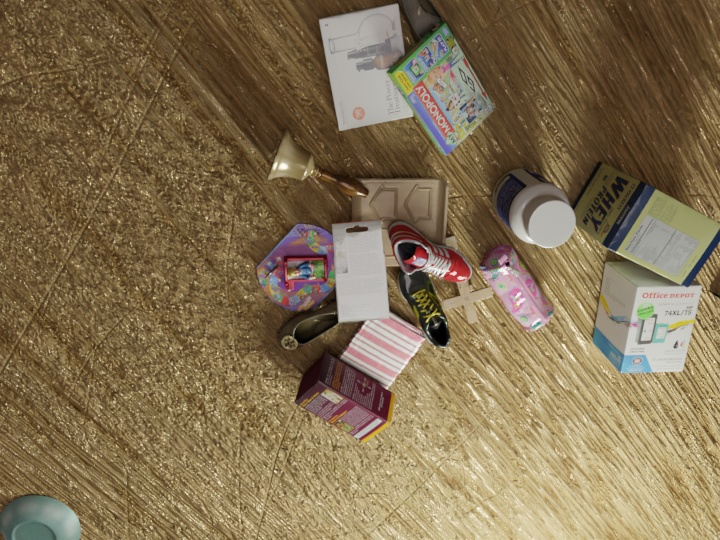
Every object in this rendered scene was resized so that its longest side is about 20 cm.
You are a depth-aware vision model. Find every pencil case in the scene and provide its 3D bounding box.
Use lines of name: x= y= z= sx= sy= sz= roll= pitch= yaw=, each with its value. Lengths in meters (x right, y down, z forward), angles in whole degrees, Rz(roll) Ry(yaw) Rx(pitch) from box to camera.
pencil case: x=0.339 y=0.038 z=1.285 sx=0.087 sy=0.088 sz=0.201 roll=-35 pitch=110 yaw=10

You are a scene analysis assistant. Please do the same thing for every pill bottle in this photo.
pill bottle: x=0.339 y=-0.121 z=1.160 sx=0.117 sy=0.201 sz=0.122 roll=-1 pitch=112 yaw=-3

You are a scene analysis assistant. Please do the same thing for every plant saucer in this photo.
plant saucer: x=-0.804 y=0.653 z=1.474 sx=0.197 sy=0.039 sz=0.205 roll=-2 pitch=112 yaw=-4

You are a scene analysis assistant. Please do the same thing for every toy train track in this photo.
toy train track: x=0.221 y=0.018 z=1.301 sx=0.113 sy=0.033 sz=0.203 roll=-16 pitch=106 yaw=10

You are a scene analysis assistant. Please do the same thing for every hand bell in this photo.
hand bell: x=-0.074 y=-0.188 z=1.158 sx=0.197 sy=0.104 sz=0.105 roll=22 pitch=109 yaw=-12

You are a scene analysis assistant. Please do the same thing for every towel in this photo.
towel: x=0.040 y=0.186 z=1.356 sx=0.145 sy=0.030 sz=0.201 roll=31 pitch=109 yaw=-14

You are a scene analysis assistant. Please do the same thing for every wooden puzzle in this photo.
wooden puzzle: x=0.079 y=-0.102 z=1.237 sx=0.196 sy=0.046 sz=0.189 roll=1 pitch=111 yaw=1

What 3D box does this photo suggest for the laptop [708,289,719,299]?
laptop: x=0.910 y=0.076 z=1.288 sx=0.197 sy=0.178 sz=0.104 roll=-25 pitch=112 yaw=7

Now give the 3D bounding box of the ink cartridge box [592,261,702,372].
ink cartridge box: x=0.618 y=0.097 z=1.293 sx=0.144 sy=0.146 sz=0.204 roll=-1 pitch=111 yaw=-4

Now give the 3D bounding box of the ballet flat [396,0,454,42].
ballet flat: x=0.112 y=-0.475 z=1.088 sx=0.067 sy=0.046 sz=0.201 roll=-32 pitch=110 yaw=10

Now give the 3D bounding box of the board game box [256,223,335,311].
board game box: x=-0.122 y=0.006 z=1.264 sx=0.158 sy=0.039 sz=0.200 roll=42 pitch=104 yaw=-17

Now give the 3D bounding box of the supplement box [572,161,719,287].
supplement box: x=0.562 y=-0.097 z=1.184 sx=0.197 sy=0.201 sz=0.136 roll=23 pitch=108 yaw=-13

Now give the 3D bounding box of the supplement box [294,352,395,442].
supplement box: x=-0.034 y=0.290 z=1.341 sx=0.198 sy=0.086 sz=0.110 roll=34 pitch=129 yaw=-15

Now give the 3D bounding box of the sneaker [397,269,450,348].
sneaker: x=0.148 y=0.079 z=1.279 sx=0.074 sy=0.085 sz=0.202 roll=-31 pitch=105 yaw=-3

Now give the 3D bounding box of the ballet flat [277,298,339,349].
ballet flat: x=-0.095 y=0.120 z=1.297 sx=0.198 sy=0.047 sz=0.068 roll=-28 pitch=122 yaw=7

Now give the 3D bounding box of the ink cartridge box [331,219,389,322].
ink cartridge box: x=0.000 y=0.000 z=1.221 sx=0.107 sy=0.050 sz=0.204 roll=-4 pitch=97 yaw=3

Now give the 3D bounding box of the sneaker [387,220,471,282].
sneaker: x=0.141 y=-0.019 z=1.182 sx=0.198 sy=0.113 sz=0.072 roll=29 pitch=110 yaw=-10

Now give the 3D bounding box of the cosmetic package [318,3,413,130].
cosmetic package: x=0.012 y=-0.381 z=1.118 sx=0.148 sy=0.052 sz=0.203 roll=-10 pitch=112 yaw=3

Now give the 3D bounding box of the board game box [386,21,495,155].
board game box: x=0.156 y=-0.339 z=1.120 sx=0.134 sy=0.029 sz=0.200 roll=-43 pitch=121 yaw=0
